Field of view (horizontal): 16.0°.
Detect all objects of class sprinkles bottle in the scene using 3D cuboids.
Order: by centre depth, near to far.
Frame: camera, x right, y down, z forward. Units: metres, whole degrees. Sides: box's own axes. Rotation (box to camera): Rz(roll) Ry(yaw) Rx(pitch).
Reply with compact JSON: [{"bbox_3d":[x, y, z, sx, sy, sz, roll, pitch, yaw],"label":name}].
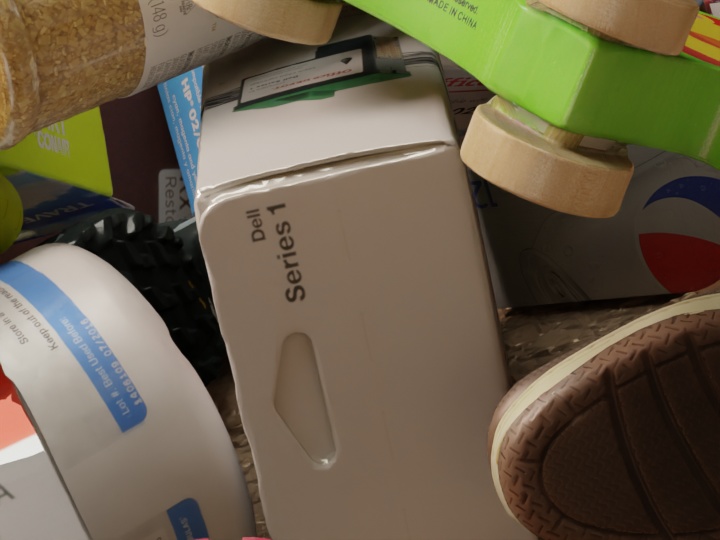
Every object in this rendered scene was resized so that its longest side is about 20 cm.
[{"bbox_3d":[-0.048,-0.103,0.836,0.199,0.069,0.068,-26,20,-30],"label":"sprinkles bottle"}]

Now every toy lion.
[{"bbox_3d":[0.075,-0.068,0.775,0.200,0.069,0.191,33,18,38],"label":"toy lion"}]

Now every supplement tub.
[{"bbox_3d":[-0.144,0.091,0.788,0.199,0.133,0.132,-29,22,-22],"label":"supplement tub"}]

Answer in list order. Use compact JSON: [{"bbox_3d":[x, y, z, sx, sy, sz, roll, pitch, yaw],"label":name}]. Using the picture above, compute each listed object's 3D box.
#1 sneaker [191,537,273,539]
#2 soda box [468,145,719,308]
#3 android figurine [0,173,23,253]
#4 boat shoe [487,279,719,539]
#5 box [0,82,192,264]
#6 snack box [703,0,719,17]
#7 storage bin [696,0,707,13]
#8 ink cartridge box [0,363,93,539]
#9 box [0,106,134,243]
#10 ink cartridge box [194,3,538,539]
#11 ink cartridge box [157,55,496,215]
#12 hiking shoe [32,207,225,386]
[{"bbox_3d":[-0.073,0.140,0.648,0.199,0.075,0.081,-30,44,-14],"label":"sneaker"},{"bbox_3d":[0.134,-0.035,0.921,0.199,0.064,0.068,-6,23,36],"label":"soda box"},{"bbox_3d":[-0.186,0.026,0.826,0.182,0.041,0.200,-37,-15,-1],"label":"android figurine"},{"bbox_3d":[0.126,0.031,0.766,0.201,0.075,0.075,-14,15,-15],"label":"boat shoe"},{"bbox_3d":[-0.175,-0.085,1.128,0.163,0.167,0.199,-2,4,-34],"label":"box"},{"bbox_3d":[0.251,-0.150,1.109,0.141,0.053,0.200,-5,26,34],"label":"snack box"},{"bbox_3d":[0.091,-0.141,1.159,0.134,0.146,0.200,-40,5,40],"label":"storage bin"},{"bbox_3d":[-0.147,0.097,0.675,0.162,0.201,0.057,-26,19,-11],"label":"ink cartridge box"},{"bbox_3d":[-0.173,-0.041,0.901,0.121,0.048,0.200,-12,-9,16],"label":"box"},{"bbox_3d":[0.000,0.000,0.847,0.084,0.147,0.200,-12,22,2],"label":"ink cartridge box"},{"bbox_3d":[0.018,-0.089,1.013,0.114,0.068,0.200,-6,-16,-35],"label":"ink cartridge box"},{"bbox_3d":[-0.096,0.021,0.971,0.086,0.075,0.200,-19,-3,18],"label":"hiking shoe"}]
